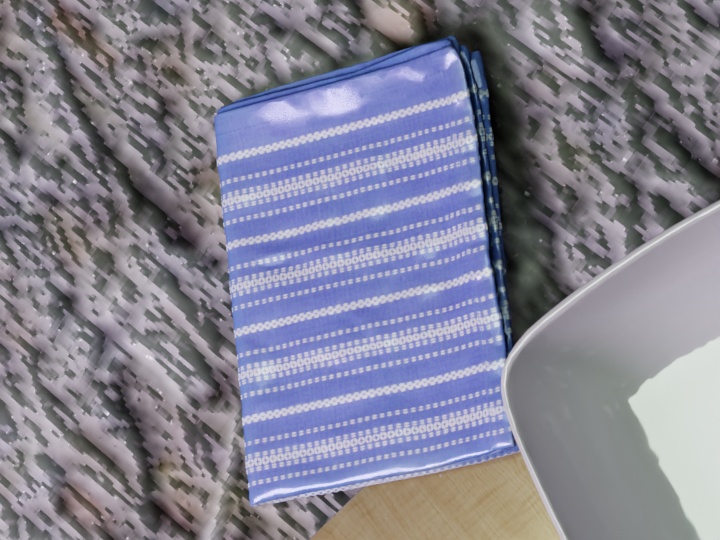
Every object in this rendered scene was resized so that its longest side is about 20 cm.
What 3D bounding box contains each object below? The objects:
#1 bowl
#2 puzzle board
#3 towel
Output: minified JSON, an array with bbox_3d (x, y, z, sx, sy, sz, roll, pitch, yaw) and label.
[{"bbox_3d":[0.182,0.073,1.123,0.200,0.075,0.200,-32,71,14],"label":"bowl"},{"bbox_3d":[0.072,0.164,1.197,0.151,0.017,0.200,-44,69,11],"label":"puzzle board"},{"bbox_3d":[0.000,0.000,1.238,0.144,0.024,0.201,-13,73,25],"label":"towel"}]
